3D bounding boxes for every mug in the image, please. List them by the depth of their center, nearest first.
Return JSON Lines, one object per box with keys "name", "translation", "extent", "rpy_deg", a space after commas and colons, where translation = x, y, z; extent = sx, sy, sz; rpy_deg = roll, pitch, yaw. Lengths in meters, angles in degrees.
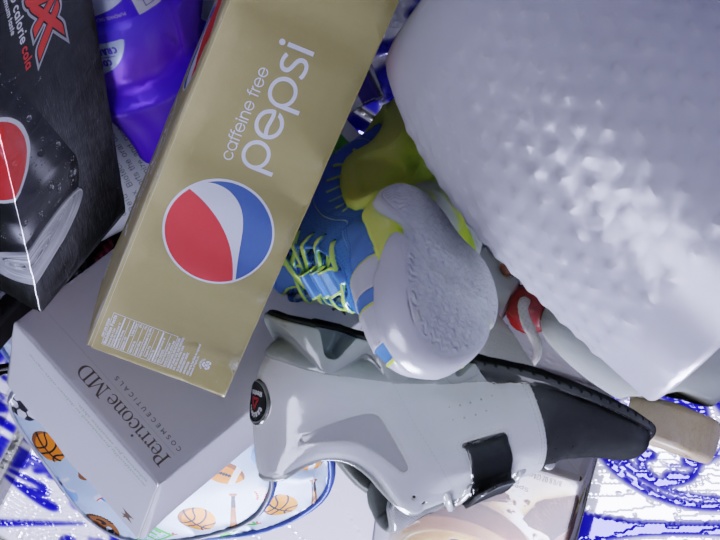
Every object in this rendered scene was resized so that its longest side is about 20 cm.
{"name": "mug", "translation": [0.099, -0.054, 0.803], "extent": [0.175, 0.148, 0.200], "rpy_deg": [43, 165, 4]}

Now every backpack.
{"name": "backpack", "translation": [-0.094, 0.067, 1.076], "extent": [0.199, 0.155, 0.191], "rpy_deg": [-10, 132, 28]}

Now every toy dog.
{"name": "toy dog", "translation": [0.111, 0.026, 0.964], "extent": [0.199, 0.133, 0.096], "rpy_deg": [-1, 164, 16]}

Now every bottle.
{"name": "bottle", "translation": [-0.110, -0.125, 0.802], "extent": [0.083, 0.065, 0.201], "rpy_deg": [3, 135, 34]}

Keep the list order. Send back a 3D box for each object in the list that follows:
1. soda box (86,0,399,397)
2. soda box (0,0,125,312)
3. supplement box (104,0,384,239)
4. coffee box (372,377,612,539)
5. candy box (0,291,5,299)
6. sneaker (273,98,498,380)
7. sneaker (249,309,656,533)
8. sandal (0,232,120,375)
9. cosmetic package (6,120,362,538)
{"name": "soda box", "translation": [-0.047, -0.054, 0.777], "extent": [0.064, 0.068, 0.201], "rpy_deg": [21, 112, -10]}
{"name": "soda box", "translation": [-0.147, -0.076, 0.770], "extent": [0.063, 0.071, 0.201], "rpy_deg": [25, 147, 19]}
{"name": "supplement box", "translation": [-0.104, -0.094, 0.918], "extent": [0.199, 0.101, 0.104], "rpy_deg": [-28, 115, 5]}
{"name": "coffee box", "translation": [0.069, 0.150, 1.106], "extent": [0.112, 0.080, 0.201], "rpy_deg": [16, 131, 11]}
{"name": "candy box", "translation": [-0.228, -0.085, 1.015], "extent": [0.061, 0.137, 0.201], "rpy_deg": [-7, 124, 29]}
{"name": "sneaker", "translation": [0.000, 0.000, 0.832], "extent": [0.105, 0.200, 0.076], "rpy_deg": [-29, 112, 19]}
{"name": "sneaker", "translation": [0.040, 0.080, 0.884], "extent": [0.199, 0.089, 0.074], "rpy_deg": [12, 180, -18]}
{"name": "sandal", "translation": [-0.147, 0.009, 0.979], "extent": [0.045, 0.200, 0.075], "rpy_deg": [46, 159, -13]}
{"name": "cosmetic package", "translation": [-0.063, 0.021, 0.929], "extent": [0.108, 0.200, 0.085], "rpy_deg": [45, 153, 9]}
